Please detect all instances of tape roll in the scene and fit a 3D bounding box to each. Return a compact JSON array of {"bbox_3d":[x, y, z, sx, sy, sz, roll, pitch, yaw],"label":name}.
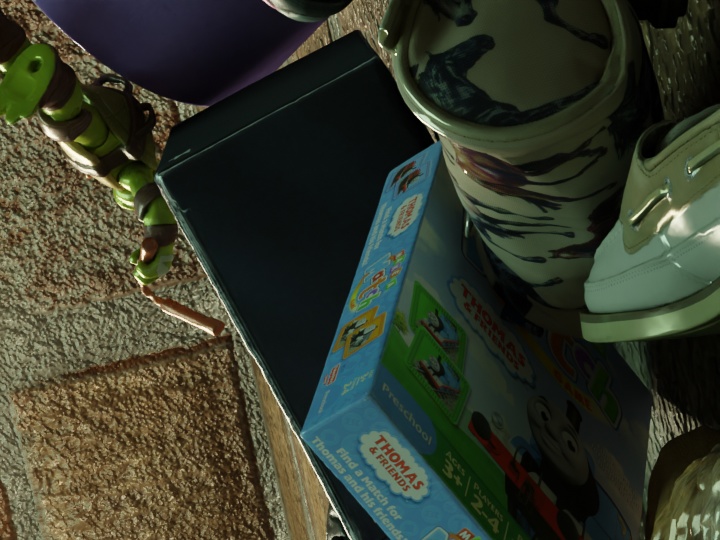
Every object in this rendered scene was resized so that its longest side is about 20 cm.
[{"bbox_3d":[-0.100,-0.190,1.191,0.085,0.199,0.201,-42,49,30],"label":"tape roll"}]

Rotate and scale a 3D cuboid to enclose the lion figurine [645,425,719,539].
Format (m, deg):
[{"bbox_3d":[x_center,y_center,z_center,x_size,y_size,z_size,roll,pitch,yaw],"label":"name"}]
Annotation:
[{"bbox_3d":[0.126,0.097,0.798,0.200,0.072,0.124,-118,25,-77],"label":"lion figurine"}]

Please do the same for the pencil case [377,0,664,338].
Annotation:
[{"bbox_3d":[0.063,-0.042,0.789,0.200,0.089,0.078,59,-145,-65],"label":"pencil case"}]

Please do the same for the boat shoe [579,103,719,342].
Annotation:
[{"bbox_3d":[0.117,-0.017,0.695,0.200,0.074,0.069,155,106,-73],"label":"boat shoe"}]

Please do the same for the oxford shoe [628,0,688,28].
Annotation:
[{"bbox_3d":[0.062,-0.158,0.800,0.073,0.084,0.201,91,163,-52],"label":"oxford shoe"}]

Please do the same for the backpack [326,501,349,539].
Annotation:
[{"bbox_3d":[0.029,0.256,1.528,0.164,0.153,0.201,65,146,34],"label":"backpack"}]

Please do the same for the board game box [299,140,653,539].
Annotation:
[{"bbox_3d":[0.052,0.055,0.871,0.152,0.036,0.200,50,-155,-17],"label":"board game box"}]

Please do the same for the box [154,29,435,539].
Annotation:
[{"bbox_3d":[0.000,0.000,1.097,0.199,0.123,0.200,61,-178,-10],"label":"box"}]

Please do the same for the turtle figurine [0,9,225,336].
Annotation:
[{"bbox_3d":[-0.132,-0.064,1.138,0.201,0.064,0.161,57,-173,35],"label":"turtle figurine"}]

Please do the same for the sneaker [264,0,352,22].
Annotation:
[{"bbox_3d":[-0.012,-0.204,0.953,0.095,0.078,0.202,23,113,61],"label":"sneaker"}]

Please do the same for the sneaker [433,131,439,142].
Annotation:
[{"bbox_3d":[0.056,-0.101,1.014,0.200,0.074,0.116,-49,-58,-88],"label":"sneaker"}]
